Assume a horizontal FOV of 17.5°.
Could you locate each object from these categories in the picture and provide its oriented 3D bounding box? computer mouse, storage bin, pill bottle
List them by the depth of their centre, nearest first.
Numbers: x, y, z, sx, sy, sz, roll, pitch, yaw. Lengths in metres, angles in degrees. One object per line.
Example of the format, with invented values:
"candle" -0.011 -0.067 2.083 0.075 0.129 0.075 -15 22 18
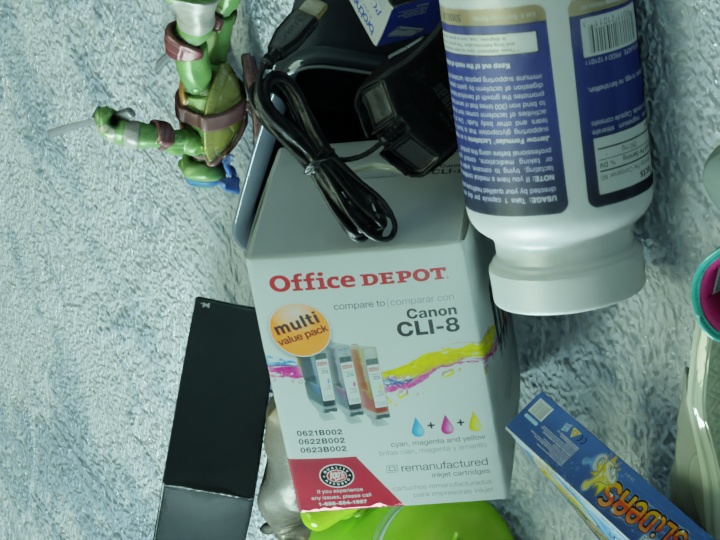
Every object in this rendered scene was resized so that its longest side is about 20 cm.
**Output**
"pill bottle" 0.114 -0.082 1.393 0.116 0.115 0.201 17 118 59
"computer mouse" 0.017 -0.121 1.446 0.141 0.200 0.046 48 155 -9
"storage bin" -0.003 -0.115 1.607 0.200 0.145 0.135 111 163 -50

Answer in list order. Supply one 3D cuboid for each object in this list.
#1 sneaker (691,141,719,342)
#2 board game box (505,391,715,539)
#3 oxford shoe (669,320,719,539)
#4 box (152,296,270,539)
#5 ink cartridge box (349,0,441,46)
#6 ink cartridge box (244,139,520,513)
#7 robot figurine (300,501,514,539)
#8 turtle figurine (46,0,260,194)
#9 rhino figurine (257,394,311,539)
"sneaker" 0.215 -0.010 1.228 0.200 0.120 0.084 36 135 52
"board game box" 0.178 0.164 1.396 0.135 0.034 0.200 49 176 -34
"oxford shoe" 0.208 0.078 1.346 0.058 0.075 0.201 34 137 49
"box" -0.120 0.144 1.907 0.142 0.078 0.201 100 178 -47
"ink cartridge box" 0.011 -0.245 1.531 0.201 0.094 0.044 63 151 24
"ink cartridge box" 0.019 0.032 1.519 0.145 0.144 0.201 -76 -22 -58
"robot figurine" 0.038 0.210 1.697 0.176 0.116 0.200 57 156 -17
"turtle figurine" -0.158 -0.167 1.852 0.200 0.143 0.195 48 139 36
"rhino figurine" -0.042 0.162 1.858 0.060 0.087 0.201 49 144 42
